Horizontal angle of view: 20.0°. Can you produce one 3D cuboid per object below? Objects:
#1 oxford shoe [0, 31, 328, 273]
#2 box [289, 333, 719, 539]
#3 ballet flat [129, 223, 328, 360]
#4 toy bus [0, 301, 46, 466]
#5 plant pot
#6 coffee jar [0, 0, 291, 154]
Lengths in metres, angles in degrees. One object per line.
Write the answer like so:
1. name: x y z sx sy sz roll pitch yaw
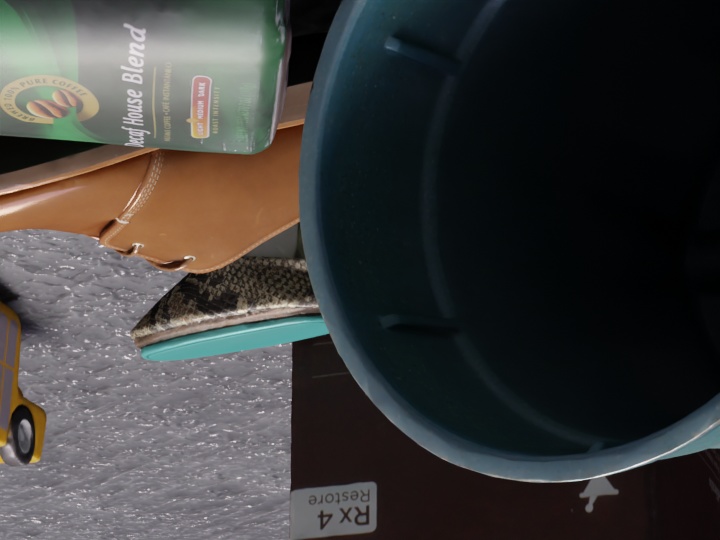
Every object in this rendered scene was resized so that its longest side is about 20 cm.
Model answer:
1. oxford shoe: -0.077 -0.027 0.704 0.200 0.071 0.071 -12 -155 -13
2. box: 0.072 0.096 0.924 0.166 0.200 0.164 -8 156 19
3. ballet flat: 0.000 0.000 0.857 0.200 0.075 0.068 -2 173 18
4. toy bus: -0.210 0.040 0.940 0.065 0.078 0.200 -3 164 15
5. plant pot: 0.119 -0.024 0.655 0.200 0.200 0.196 -17 160 37
6. coffee jar: -0.121 -0.088 0.622 0.200 0.085 0.104 3 158 -4
